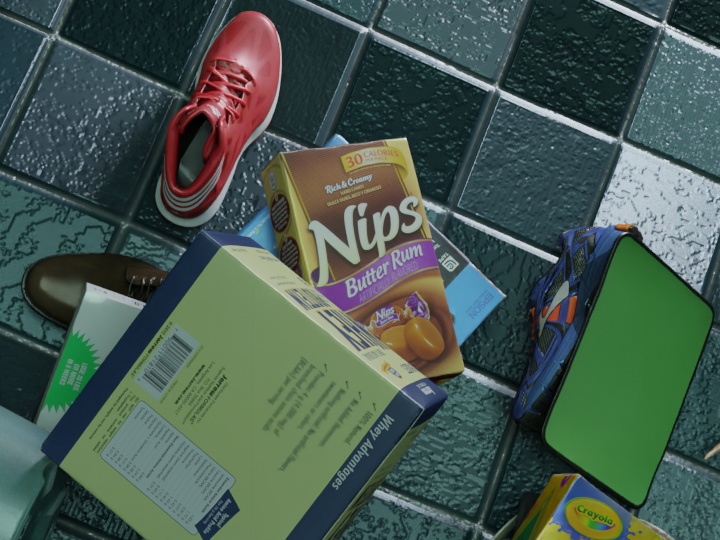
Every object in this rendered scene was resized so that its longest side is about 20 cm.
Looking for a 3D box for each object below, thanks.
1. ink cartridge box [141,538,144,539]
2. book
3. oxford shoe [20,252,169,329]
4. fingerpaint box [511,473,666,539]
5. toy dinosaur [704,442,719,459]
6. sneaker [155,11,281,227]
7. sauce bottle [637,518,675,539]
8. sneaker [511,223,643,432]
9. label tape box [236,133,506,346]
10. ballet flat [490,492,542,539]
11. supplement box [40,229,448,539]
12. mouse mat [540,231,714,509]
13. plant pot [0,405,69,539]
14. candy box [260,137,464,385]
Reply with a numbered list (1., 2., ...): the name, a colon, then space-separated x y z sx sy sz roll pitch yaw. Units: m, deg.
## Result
1. ink cartridge box: -0.160 0.283 1.212 0.094 0.044 0.200 50 61 -37
2. book: -0.147 0.105 1.245 0.199 0.048 0.134 20 100 -14
3. oxford shoe: -0.179 0.021 1.280 0.199 0.084 0.073 10 79 -6
4. fingerpaint box: 0.195 0.285 1.229 0.200 0.073 0.167 36 77 -4
5. toy dinosaur: 0.360 0.075 1.384 0.106 0.060 0.201 -1 72 15
6. sneaker: -0.111 -0.138 1.306 0.078 0.116 0.201 18 76 -6
7. sauce bottle: 0.196 0.303 1.298 0.065 0.065 0.200 39 77 0
8. sneaker: 0.177 0.048 1.342 0.075 0.078 0.201 47 64 -45
9. label tape box: 0.000 0.007 1.322 0.200 0.063 0.144 44 74 1
10. ballet flat: 0.118 0.273 1.294 0.073 0.073 0.201 27 82 -3
11. supplement box: -0.079 0.110 1.131 0.200 0.134 0.200 38 96 9
12. mouse mat: 0.231 0.087 1.330 0.161 0.008 0.201 36 72 -37
13. plant pot: -0.329 0.160 1.153 0.195 0.200 0.201 23 76 2
14. candy box: 0.000 0.000 1.252 0.116 0.056 0.201 -9 77 -24
